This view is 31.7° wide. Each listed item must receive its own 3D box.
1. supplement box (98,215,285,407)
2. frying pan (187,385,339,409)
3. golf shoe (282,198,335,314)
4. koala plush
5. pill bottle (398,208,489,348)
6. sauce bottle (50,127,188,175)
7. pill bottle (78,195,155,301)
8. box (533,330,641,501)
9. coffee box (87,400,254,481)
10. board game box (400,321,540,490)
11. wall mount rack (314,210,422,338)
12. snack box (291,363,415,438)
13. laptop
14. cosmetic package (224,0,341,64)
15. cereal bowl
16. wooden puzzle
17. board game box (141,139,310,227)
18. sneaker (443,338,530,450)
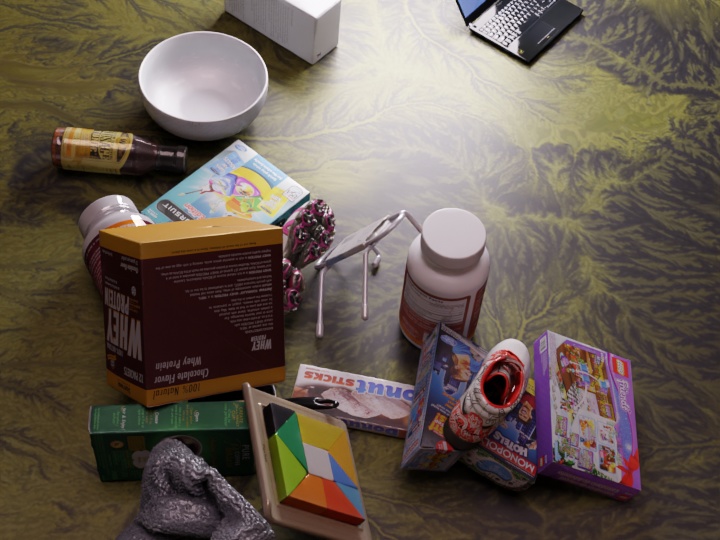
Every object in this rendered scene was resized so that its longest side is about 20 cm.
[{"bbox_3d":[-0.211,0.046,1.596,0.196,0.202,0.132,-8,12,-33],"label":"supplement box"},{"bbox_3d":[-0.131,0.165,1.656,0.189,0.031,0.115,-9,38,-11],"label":"frying pan"},{"bbox_3d":[-0.105,-0.022,1.778,0.092,0.073,0.201,-9,42,44],"label":"golf shoe"},{"bbox_3d":[-0.228,0.319,1.457,0.184,0.178,0.200,43,74,11],"label":"koala plush"},{"bbox_3d":[0.114,0.013,1.697,0.111,0.201,0.113,2,52,-3],"label":"pill bottle"},{"bbox_3d":[-0.359,-0.176,1.892,0.198,0.066,0.066,3,52,-1],"label":"sauce bottle"},{"bbox_3d":[-0.313,-0.004,1.732,0.112,0.113,0.200,-21,57,-19],"label":"pill bottle"},{"bbox_3d":[0.293,0.188,1.649,0.136,0.039,0.201,20,50,-19],"label":"box"},{"bbox_3d":[-0.230,0.211,1.569,0.198,0.123,0.044,-2,52,-4],"label":"coffee box"},{"bbox_3d":[0.140,0.197,1.624,0.199,0.062,0.200,33,47,-1],"label":"board game box"},{"bbox_3d":[0.000,0.000,1.740,0.075,0.200,0.174,49,55,-11],"label":"wall mount rack"},{"bbox_3d":[0.009,0.176,1.674,0.198,0.024,0.072,11,51,4],"label":"snack box"},{"bbox_3d":[0.259,-0.477,2.146,0.199,0.104,0.177,34,58,20],"label":"laptop"},{"bbox_3d":[-0.130,-0.439,2.088,0.199,0.102,0.071,35,57,20],"label":"cosmetic package"},{"bbox_3d":[-0.242,-0.273,1.963,0.198,0.084,0.201,2,52,-2],"label":"cereal bowl"},{"bbox_3d":[-0.058,0.236,1.531,0.037,0.200,0.186,-35,47,24],"label":"wooden puzzle"},{"bbox_3d":[-0.195,-0.086,1.846,0.151,0.047,0.200,36,58,22],"label":"board game box"},{"bbox_3d":[0.182,0.133,1.580,0.067,0.108,0.201,39,46,5],"label":"sneaker"}]
